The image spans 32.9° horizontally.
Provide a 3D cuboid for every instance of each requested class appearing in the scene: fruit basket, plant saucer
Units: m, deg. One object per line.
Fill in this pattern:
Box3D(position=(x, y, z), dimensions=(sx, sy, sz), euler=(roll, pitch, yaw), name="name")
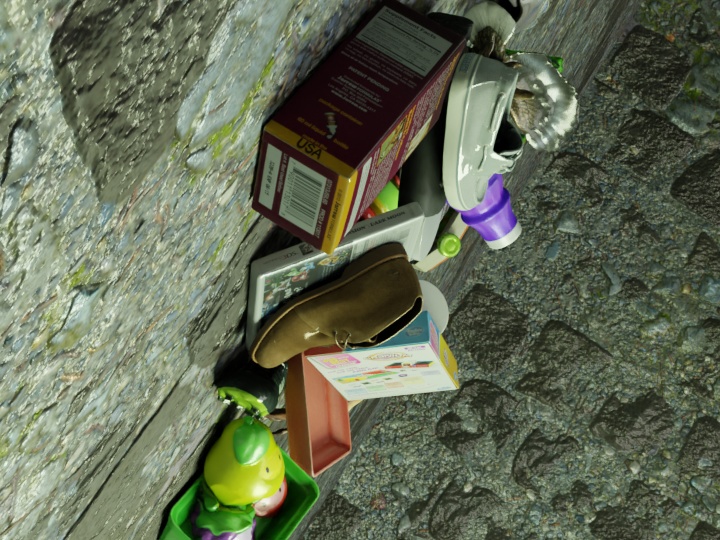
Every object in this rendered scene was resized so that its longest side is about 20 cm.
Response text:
Box3D(position=(-0.139, 0.272, 1.493), dimensions=(0.216, 0.156, 0.216), euler=(-45, -178, 2), name="fruit basket")
Box3D(position=(-0.058, 0.144, 1.524), dimensions=(0.200, 0.037, 0.200), euler=(-4, 89, -76), name="plant saucer")

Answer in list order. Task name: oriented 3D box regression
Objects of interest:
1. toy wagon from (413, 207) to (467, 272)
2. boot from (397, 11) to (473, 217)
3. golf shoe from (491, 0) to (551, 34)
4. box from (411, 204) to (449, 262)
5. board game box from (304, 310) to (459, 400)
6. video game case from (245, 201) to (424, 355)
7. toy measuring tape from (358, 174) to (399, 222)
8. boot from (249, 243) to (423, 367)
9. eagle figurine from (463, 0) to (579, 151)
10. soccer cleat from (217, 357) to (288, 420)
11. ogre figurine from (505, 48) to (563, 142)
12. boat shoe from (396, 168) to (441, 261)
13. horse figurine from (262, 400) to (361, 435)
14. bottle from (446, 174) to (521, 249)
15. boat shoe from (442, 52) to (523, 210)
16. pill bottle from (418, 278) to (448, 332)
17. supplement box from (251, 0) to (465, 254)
Box3D(position=(0.122, -0.093, 1.732), dimensions=(0.200, 0.040, 0.155), euler=(-58, -152, -6), name="toy wagon")
Box3D(position=(0.062, -0.149, 1.226), dimensions=(0.165, 0.066, 0.200), euler=(-36, 141, -63), name="boot")
Box3D(position=(0.211, -0.364, 1.491), dimensions=(0.097, 0.078, 0.200), euler=(-43, 162, -41), name="golf shoe")
Box3D(position=(0.061, -0.086, 1.572), dimensions=(0.141, 0.079, 0.200), euler=(-53, 170, -18), name="box")
Box3D(position=(0.030, 0.109, 1.501), dimensions=(0.200, 0.153, 0.040), euler=(57, 28, -65), name="board game box")
Box3D(position=(-0.032, 0.013, 1.269), dimensions=(0.182, 0.023, 0.200), euler=(-21, 158, -17), name="video game case")
Box3D(position=(0.014, -0.096, 1.296), dimensions=(0.074, 0.073, 0.200), euler=(-55, 171, -21), name="toy measuring tape")
Box3D(position=(-0.026, 0.055, 1.240), dimensions=(0.200, 0.076, 0.074), euler=(-33, 160, 17), name="boot")
Box3D(position=(0.163, -0.216, 1.472), dimensions=(0.151, 0.152, 0.200), euler=(-37, 161, 19), name="eagle figurine")
Box3D(position=(-0.114, 0.119, 1.350), dimensions=(0.081, 0.067, 0.200), euler=(-64, 179, -6), name="soccer cleat")
Box3D(position=(0.173, -0.213, 1.620), dimensions=(0.098, 0.120, 0.200), euler=(-42, 160, -50), name="ogre figurine")
Box3D(position=(0.062, -0.108, 1.370), dimensions=(0.069, 0.057, 0.200), euler=(-44, 143, -56), name="boat shoe")
Box3D(position=(-0.066, 0.192, 1.668), dimensions=(0.132, 0.050, 0.200), euler=(-18, 173, 20), name="horse figurine")
Box3D(position=(0.124, -0.113, 1.442), dimensions=(0.083, 0.200, 0.065), euler=(3, -133, 53), name="bottle")
Box3D(position=(0.125, -0.127, 1.209), dimensions=(0.201, 0.071, 0.070), euler=(86, 25, -52), name="boat shoe")
Box3D(position=(0.032, 0.077, 1.633), dimensions=(0.111, 0.111, 0.200), euler=(-53, -168, -31), name="pill bottle")
Box3D(position=(-0.002, -0.128, 1.050), dimensions=(0.200, 0.086, 0.110), euler=(-53, 169, -34), name="supplement box")
